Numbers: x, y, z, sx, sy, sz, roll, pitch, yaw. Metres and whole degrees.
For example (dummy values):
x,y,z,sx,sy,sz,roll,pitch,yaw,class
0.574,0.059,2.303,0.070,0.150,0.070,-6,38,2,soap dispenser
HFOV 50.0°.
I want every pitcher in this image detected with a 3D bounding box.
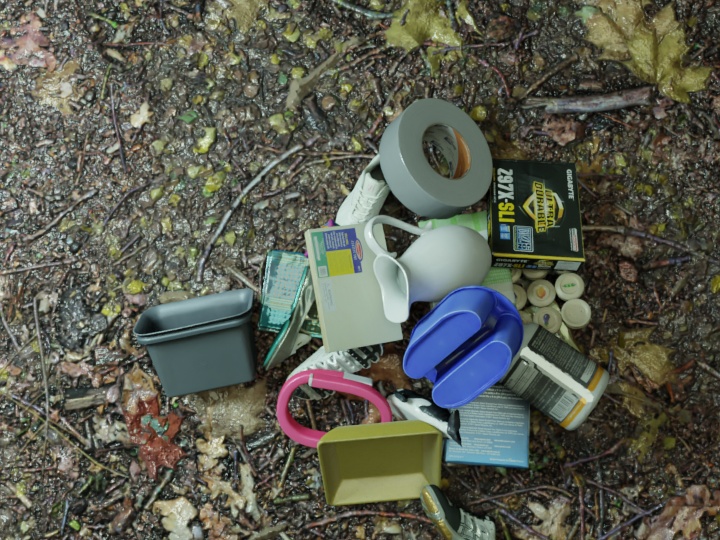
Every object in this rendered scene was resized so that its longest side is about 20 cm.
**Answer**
x,y,z,sx,sy,sz,roll,pitch,yaw,class
0.108,-0.025,1.258,0.199,0.121,0.173,-20,86,-33,pitcher

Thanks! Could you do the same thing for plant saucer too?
x,y,z,sx,sy,sz,roll,pitch,yaw,class
0.034,0.312,1.278,0.197,0.201,0.049,-4,45,0,plant saucer

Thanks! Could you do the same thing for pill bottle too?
x,y,z,sx,sy,sz,roll,pitch,yaw,class
0.290,0.157,1.251,0.199,0.116,0.117,35,84,12,pill bottle

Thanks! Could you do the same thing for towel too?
x,y,z,sx,sy,sz,roll,pitch,yaw,class
-0.079,0.046,1.376,0.197,0.022,0.149,7,83,1,towel
0.186,-0.004,1.356,0.147,0.031,0.202,-8,67,2,towel

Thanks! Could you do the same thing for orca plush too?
x,y,z,sx,sy,sz,roll,pitch,yaw,class
0.118,0.222,1.277,0.071,0.200,0.105,-45,101,-19,orca plush

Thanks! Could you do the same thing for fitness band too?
x,y,z,sx,sy,sz,roll,pitch,yaw,class
-0.044,0.241,1.307,0.197,0.038,0.145,12,114,-1,fitness band

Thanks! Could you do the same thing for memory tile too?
x,y,z,sx,sy,sz,roll,pitch,yaw,class
0.289,0.043,1.340,0.198,0.017,0.155,-11,67,11,memory tile

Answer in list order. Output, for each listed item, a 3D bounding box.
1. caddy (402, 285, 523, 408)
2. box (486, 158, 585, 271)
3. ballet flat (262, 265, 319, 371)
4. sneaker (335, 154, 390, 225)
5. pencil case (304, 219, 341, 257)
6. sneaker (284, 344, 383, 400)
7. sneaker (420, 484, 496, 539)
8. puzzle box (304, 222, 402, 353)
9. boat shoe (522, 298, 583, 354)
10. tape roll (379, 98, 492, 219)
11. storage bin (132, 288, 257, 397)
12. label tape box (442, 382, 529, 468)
x,y,z,sx,sy,sz,roll,pitch,yaw,class
0.159,0.116,1.194,0.141,0.105,0.200,44,120,-3,caddy
0.302,-0.099,1.348,0.158,0.049,0.202,3,62,3,box
-0.102,0.089,1.330,0.063,0.067,0.202,24,84,-9,ballet flat
0.009,-0.130,1.359,0.077,0.099,0.202,25,83,4,sneaker
0.000,0.000,1.324,0.199,0.088,0.089,39,84,-12,pencil case
-0.045,0.155,1.333,0.199,0.081,0.075,-32,118,18,sneaker
0.180,0.431,1.302,0.087,0.076,0.201,-37,94,-11,sneaker
-0.010,0.025,1.256,0.132,0.025,0.203,-7,83,-20,puzzle box
0.349,0.147,1.339,0.062,0.073,0.202,-24,72,3,boat shoe
0.132,-0.193,1.337,0.198,0.066,0.203,11,68,-27,tape roll
-0.267,0.125,1.321,0.197,0.146,0.136,-11,110,-1,storage bin
0.215,0.232,1.326,0.141,0.066,0.203,4,74,1,label tape box
